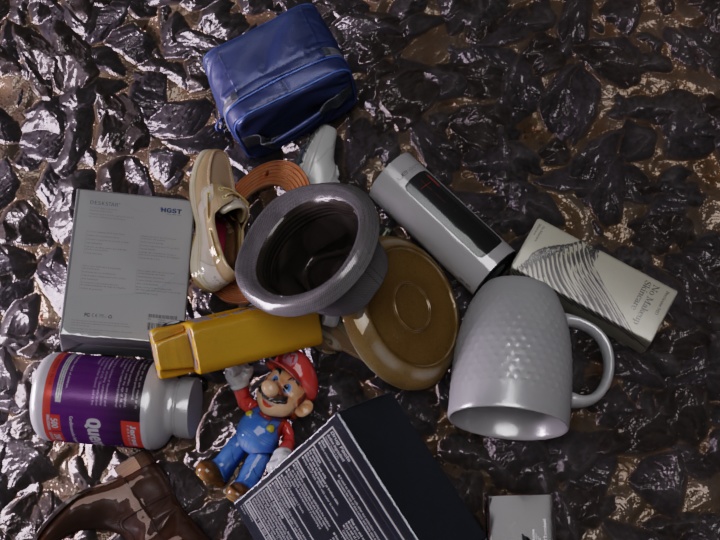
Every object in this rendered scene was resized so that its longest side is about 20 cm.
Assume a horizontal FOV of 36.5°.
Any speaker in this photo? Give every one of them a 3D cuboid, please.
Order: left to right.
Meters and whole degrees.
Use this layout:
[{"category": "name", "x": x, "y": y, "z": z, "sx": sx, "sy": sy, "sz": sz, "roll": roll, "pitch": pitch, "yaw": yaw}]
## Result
[{"category": "speaker", "x": 0.105, "y": -0.062, "z": 1.429, "sx": 0.081, "sy": 0.081, "sz": 0.200, "roll": -43, "pitch": 75, "yaw": -8}]

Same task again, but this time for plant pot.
[{"category": "plant pot", "x": 0.058, "y": 0.048, "z": 1.359, "sx": 0.199, "sy": 0.027, "sz": 0.201, "roll": 18, "pitch": 62, "yaw": -37}]

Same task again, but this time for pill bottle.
[{"category": "pill bottle", "x": -0.306, "y": 0.166, "z": 1.378, "sx": 0.199, "sy": 0.113, "sz": 0.113, "roll": 4, "pitch": 74, "yaw": 6}]

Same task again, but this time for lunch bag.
[{"category": "lunch bag", "x": -0.109, "y": -0.242, "z": 1.465, "sx": 0.199, "sy": 0.136, "sz": 0.133, "roll": -29, "pitch": 71, "yaw": -2}]

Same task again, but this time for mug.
[{"category": "mug", "x": 0.213, "y": 0.107, "z": 1.341, "sx": 0.199, "sy": 0.148, "sz": 0.176, "roll": 8, "pitch": 68, "yaw": 0}]

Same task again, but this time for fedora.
[{"category": "fedora", "x": -0.043, "y": -0.010, "z": 1.279, "sx": 0.199, "sy": 0.090, "sz": 0.178, "roll": 3, "pitch": 61, "yaw": 42}]

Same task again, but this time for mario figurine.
[{"category": "mario figurine", "x": -0.129, "y": 0.185, "z": 1.359, "sx": 0.123, "sy": 0.106, "sz": 0.201, "roll": 32, "pitch": 84, "yaw": -14}]

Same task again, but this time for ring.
[{"category": "ring", "x": -0.131, "y": -0.049, "z": 1.422, "sx": 0.200, "sy": 0.019, "sz": 0.202, "roll": -22, "pitch": 55, "yaw": 35}]

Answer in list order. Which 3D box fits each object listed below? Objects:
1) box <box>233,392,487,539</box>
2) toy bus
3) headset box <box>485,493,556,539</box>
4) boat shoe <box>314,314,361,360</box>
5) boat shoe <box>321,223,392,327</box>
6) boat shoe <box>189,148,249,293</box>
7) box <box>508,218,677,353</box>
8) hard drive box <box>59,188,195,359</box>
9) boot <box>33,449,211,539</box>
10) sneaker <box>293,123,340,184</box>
[{"category": "box", "x": -0.001, "y": 0.280, "z": 1.223, "sx": 0.198, "sy": 0.123, "sz": 0.201, "roll": -43, "pitch": 72, "yaw": 31}, {"category": "toy bus", "x": -0.154, "y": 0.082, "z": 1.339, "sx": 0.199, "sy": 0.078, "sz": 0.066, "roll": -13, "pitch": 96, "yaw": -20}, {"category": "headset box", "x": 0.183, "y": 0.336, "z": 1.246, "sx": 0.077, "sy": 0.200, "sz": 0.150, "roll": -3, "pitch": 73, "yaw": 4}, {"category": "boat shoe", "x": -0.032, "y": 0.073, "z": 1.414, "sx": 0.200, "sy": 0.071, "sz": 0.065, "roll": 37, "pitch": 118, "yaw": 18}, {"category": "boat shoe", "x": 0.000, "y": 0.000, "z": 1.389, "sx": 0.063, "sy": 0.071, "sz": 0.201, "roll": 21, "pitch": 44, "yaw": -2}, {"category": "boat shoe", "x": -0.176, "y": -0.071, "z": 1.418, "sx": 0.069, "sy": 0.074, "sz": 0.201, "roll": -18, "pitch": 65, "yaw": 33}, {"category": "box", "x": 0.294, "y": 0.020, "z": 1.396, "sx": 0.199, "sy": 0.068, "sz": 0.082, "roll": 28, "pitch": 77, "yaw": 12}, {"category": "hard drive box", "x": -0.299, "y": 0.006, "z": 1.412, "sx": 0.155, "sy": 0.077, "sz": 0.201, "roll": 6, "pitch": 68, "yaw": -11}, {"category": "boot", "x": -0.282, "y": 0.352, "z": 1.354, "sx": 0.186, "sy": 0.064, "sz": 0.200, "roll": -36, "pitch": 79, "yaw": -4}, {"category": "sneaker", "x": -0.057, "y": -0.099, "z": 1.467, "sx": 0.087, "sy": 0.074, "sz": 0.201, "roll": 15, "pitch": 76, "yaw": -12}]
